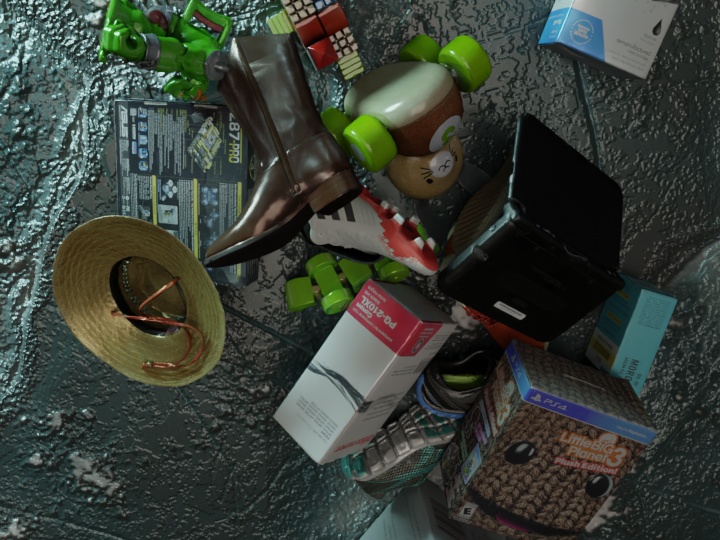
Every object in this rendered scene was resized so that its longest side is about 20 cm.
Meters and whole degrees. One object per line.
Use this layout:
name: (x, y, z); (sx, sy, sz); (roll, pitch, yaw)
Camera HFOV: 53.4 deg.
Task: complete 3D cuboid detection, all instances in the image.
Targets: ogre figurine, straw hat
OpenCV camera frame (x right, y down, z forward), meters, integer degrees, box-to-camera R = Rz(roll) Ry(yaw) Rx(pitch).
ogre figurine: (-0.198, -0.231, 0.725); (0.119, 0.200, 0.099); (12, 91, -22)
straw hat: (-0.222, 0.021, 0.778); (0.200, 0.085, 0.202); (5, 116, 11)

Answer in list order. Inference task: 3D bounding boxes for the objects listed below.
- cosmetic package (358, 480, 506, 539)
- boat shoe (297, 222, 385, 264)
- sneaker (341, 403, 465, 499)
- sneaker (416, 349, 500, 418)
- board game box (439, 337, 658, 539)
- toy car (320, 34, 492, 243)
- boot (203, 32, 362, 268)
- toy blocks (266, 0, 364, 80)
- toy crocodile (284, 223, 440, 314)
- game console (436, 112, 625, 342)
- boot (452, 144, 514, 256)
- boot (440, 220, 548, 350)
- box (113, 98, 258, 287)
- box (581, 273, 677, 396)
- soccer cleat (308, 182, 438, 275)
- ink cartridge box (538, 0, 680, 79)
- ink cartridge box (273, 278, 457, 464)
cosmetic package: (0.083, 0.417, 0.925); (0.166, 0.167, 0.200); (37, 100, -13)
boat shoe: (-0.050, -0.068, 0.816); (0.200, 0.063, 0.074); (23, 120, 12)
sneaker: (0.077, 0.232, 0.935); (0.199, 0.078, 0.091); (-24, 126, 1)
sneaker: (0.170, 0.144, 0.886); (0.198, 0.071, 0.083); (5, 136, -7)
board game box: (0.209, 0.206, 0.831); (0.159, 0.097, 0.201); (20, 115, -10)
toy car: (0.076, -0.129, 0.798); (0.164, 0.158, 0.200); (-41, 121, -10)
boot: (-0.114, -0.124, 0.725); (0.186, 0.064, 0.201); (-29, 80, 8)
toy blocks: (-0.058, -0.288, 0.743); (0.100, 0.137, 0.201); (-27, 106, 3)
toy crocodile: (0.000, 0.000, 0.865); (0.199, 0.062, 0.068); (-27, 70, -2)
game console: (0.190, -0.037, 0.780); (0.199, 0.117, 0.176); (25, 123, -35)
boot: (0.208, -0.046, 0.827); (0.166, 0.072, 0.200); (45, 65, -17)
boot: (0.157, 0.043, 0.855); (0.075, 0.107, 0.200); (-28, 105, 29)
box: (-0.195, -0.089, 0.812); (0.160, 0.049, 0.201); (6, 104, 13)
box: (0.324, 0.111, 0.905); (0.049, 0.082, 0.201); (15, 103, -6)
soccer cleat: (-0.006, -0.048, 0.746); (0.200, 0.069, 0.085); (40, 106, 14)
ink cartridge box: (0.296, -0.329, 0.793); (0.115, 0.068, 0.201); (18, 102, -9)
ink cartridge box: (0.008, 0.117, 0.843); (0.084, 0.145, 0.200); (39, 101, 21)
